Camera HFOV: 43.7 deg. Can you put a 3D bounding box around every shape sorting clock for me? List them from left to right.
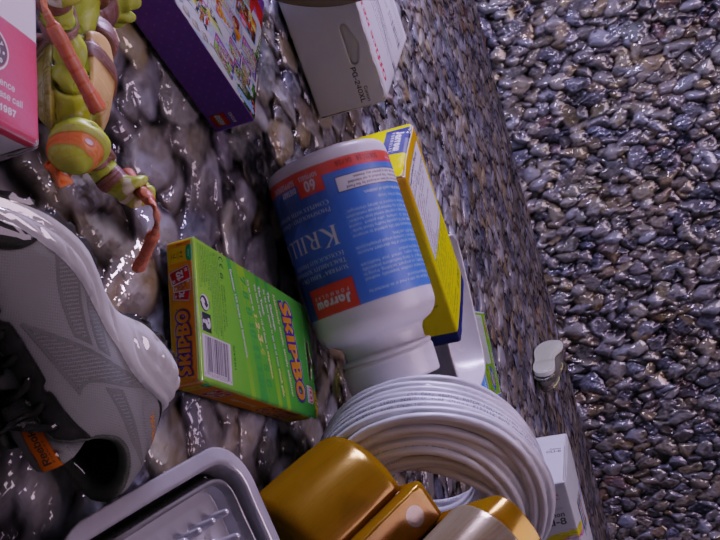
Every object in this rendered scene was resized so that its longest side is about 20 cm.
[{"bbox_3d":[0.183,0.137,1.430,0.200,0.039,0.204,-14,91,-74],"label":"shape sorting clock"}]

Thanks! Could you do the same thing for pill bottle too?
[{"bbox_3d":[0.000,0.000,0.775,0.203,0.111,0.112,71,17,5],"label":"pill bottle"}]

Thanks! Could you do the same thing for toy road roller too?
[{"bbox_3d":[0.008,0.186,0.598,0.122,0.200,0.147,-36,88,-33],"label":"toy road roller"}]

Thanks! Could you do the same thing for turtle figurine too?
[{"bbox_3d":[-0.148,-0.103,0.487,0.201,0.063,0.164,86,-1,-56],"label":"turtle figurine"}]

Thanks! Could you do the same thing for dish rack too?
[{"bbox_3d":[-0.079,0.206,0.458,0.203,0.043,0.171,66,23,3],"label":"dish rack"}]

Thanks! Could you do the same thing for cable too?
[{"bbox_3d":[0.058,0.176,0.723,0.200,0.199,0.070,46,27,-18],"label":"cable"}]

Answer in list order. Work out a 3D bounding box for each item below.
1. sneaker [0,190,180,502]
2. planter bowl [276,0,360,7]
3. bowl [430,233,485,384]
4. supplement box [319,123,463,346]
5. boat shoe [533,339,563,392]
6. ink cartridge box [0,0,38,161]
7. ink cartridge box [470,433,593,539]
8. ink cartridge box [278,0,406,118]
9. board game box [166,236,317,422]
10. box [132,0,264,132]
[{"bbox_3d":[-0.144,0.035,0.391,0.201,0.073,0.080,58,30,-48],"label":"sneaker"},{"bbox_3d":[-0.067,-0.319,0.777,0.200,0.132,0.204,-12,90,-74],"label":"planter bowl"},{"bbox_3d":[0.095,0.065,1.137,0.200,0.073,0.203,-37,114,-72],"label":"bowl"},{"bbox_3d":[0.029,-0.027,0.928,0.110,0.108,0.202,-77,151,-55],"label":"supplement box"},{"bbox_3d":[0.472,0.235,2.251,0.202,0.071,0.061,-48,126,-62],"label":"boat shoe"},{"bbox_3d":[-0.195,-0.152,0.330,0.146,0.081,0.204,32,48,-67],"label":"ink cartridge box"},{"bbox_3d":[0.257,0.370,1.328,0.145,0.143,0.203,-52,126,-68],"label":"ink cartridge box"},{"bbox_3d":[-0.016,-0.281,1.002,0.201,0.082,0.147,-74,147,-57],"label":"ink cartridge box"},{"bbox_3d":[-0.080,0.052,0.658,0.200,0.029,0.097,36,44,-63],"label":"board game box"},{"bbox_3d":[-0.132,-0.220,0.657,0.201,0.038,0.139,57,27,-50],"label":"box"}]
